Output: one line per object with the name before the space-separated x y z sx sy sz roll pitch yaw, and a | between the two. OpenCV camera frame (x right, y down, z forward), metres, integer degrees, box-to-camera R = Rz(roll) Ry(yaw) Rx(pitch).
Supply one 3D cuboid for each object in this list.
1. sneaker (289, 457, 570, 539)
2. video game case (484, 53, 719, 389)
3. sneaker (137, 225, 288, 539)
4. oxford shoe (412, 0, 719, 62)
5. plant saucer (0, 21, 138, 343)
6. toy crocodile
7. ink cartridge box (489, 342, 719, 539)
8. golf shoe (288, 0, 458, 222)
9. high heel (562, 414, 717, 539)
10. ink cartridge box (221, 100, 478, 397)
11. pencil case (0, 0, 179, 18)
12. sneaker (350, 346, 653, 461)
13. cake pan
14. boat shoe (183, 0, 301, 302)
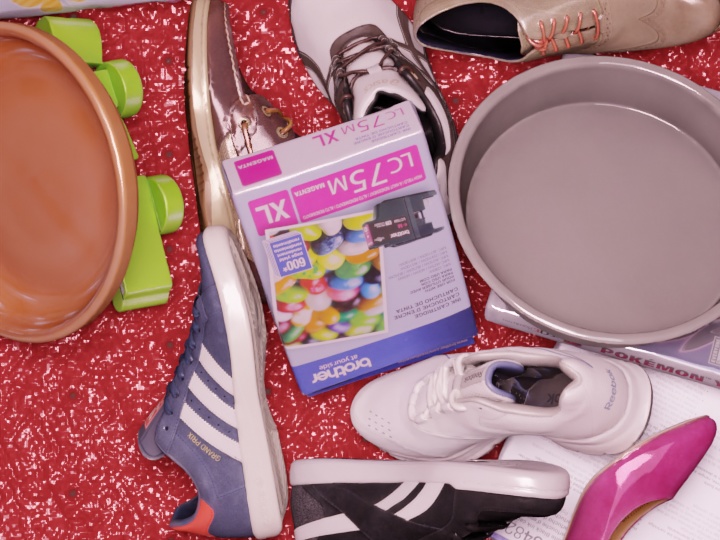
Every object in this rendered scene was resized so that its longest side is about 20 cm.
sneaker | 0.043 0.170 1.405 0.200 0.073 0.112 -3 86 40
video game case | 0.190 -0.032 1.455 0.182 0.023 0.200 16 63 4
sneaker | -0.099 0.073 1.430 0.084 0.075 0.200 -6 102 6
oxford shoe | 0.130 -0.154 1.461 0.200 0.070 0.075 1 38 18
plant saucer | -0.206 -0.056 1.446 0.200 0.037 0.200 10 107 37
toy crocodile | -0.167 -0.070 1.485 0.067 0.062 0.200 -16 85 -37
ink cartridge box | 0.196 0.118 1.452 0.199 0.041 0.200 28 83 8
golf shoe | 0.014 -0.121 1.465 0.078 0.094 0.200 -30 73 -2
high heel | 0.153 0.177 1.385 0.200 0.067 0.096 -40 70 2
ink cartridge box | 0.000 0.000 1.411 0.119 0.200 0.042 -19 42 -2
pencil case | -0.199 -0.210 1.494 0.200 0.083 0.091 -7 49 1
sneaker | 0.075 0.073 1.414 0.200 0.087 0.075 -9 67 33
cake pan | 0.151 -0.038 1.422 0.200 0.037 0.200 2 63 -4
boat shoe | -0.071 -0.077 1.481 0.072 0.072 0.200 -7 85 -7
